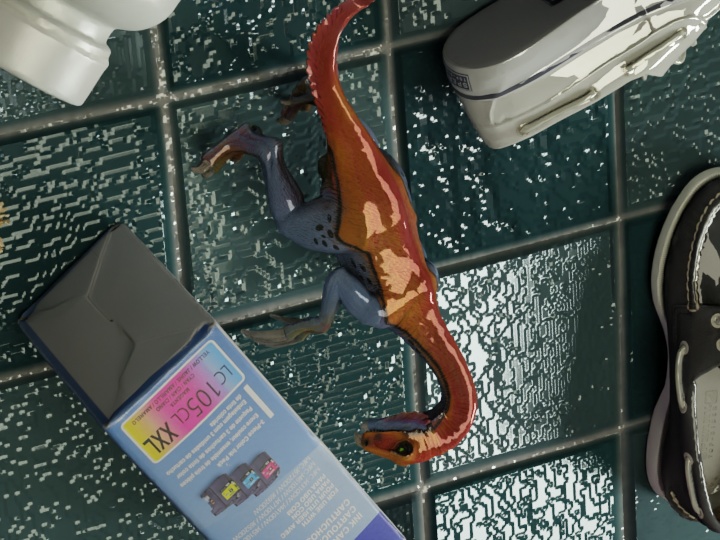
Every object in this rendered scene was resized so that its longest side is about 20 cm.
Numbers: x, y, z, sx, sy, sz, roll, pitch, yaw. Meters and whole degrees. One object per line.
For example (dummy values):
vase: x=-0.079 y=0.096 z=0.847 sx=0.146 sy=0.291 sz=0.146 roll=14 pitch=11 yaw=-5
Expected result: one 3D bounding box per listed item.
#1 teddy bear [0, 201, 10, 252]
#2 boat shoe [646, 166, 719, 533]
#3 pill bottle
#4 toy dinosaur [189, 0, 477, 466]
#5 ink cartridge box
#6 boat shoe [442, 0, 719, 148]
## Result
teddy bear: x=-0.250 y=0.021 z=1.400 sx=0.145 sy=0.067 sz=0.201 roll=19 pitch=95 yaw=-41
boat shoe: x=0.195 y=0.045 z=1.628 sx=0.073 sy=0.060 sz=0.201 roll=-3 pitch=111 yaw=-25
pill bottle: x=-0.110 y=-0.180 z=1.352 sx=0.112 sy=0.112 sz=0.201 roll=29 pitch=95 yaw=-33
toy dinosaur: x=0.000 y=0.000 z=1.456 sx=0.105 sy=0.200 sz=0.182 roll=-34 pitch=78 yaw=-22
ink cartridge box: x=-0.063 y=0.088 z=1.469 sx=0.076 sy=0.136 sz=0.200 roll=-43 pitch=122 yaw=-3
boat shoe: x=0.138 y=-0.127 z=1.525 sx=0.199 sy=0.072 sz=0.066 roll=-32 pitch=125 yaw=-11
